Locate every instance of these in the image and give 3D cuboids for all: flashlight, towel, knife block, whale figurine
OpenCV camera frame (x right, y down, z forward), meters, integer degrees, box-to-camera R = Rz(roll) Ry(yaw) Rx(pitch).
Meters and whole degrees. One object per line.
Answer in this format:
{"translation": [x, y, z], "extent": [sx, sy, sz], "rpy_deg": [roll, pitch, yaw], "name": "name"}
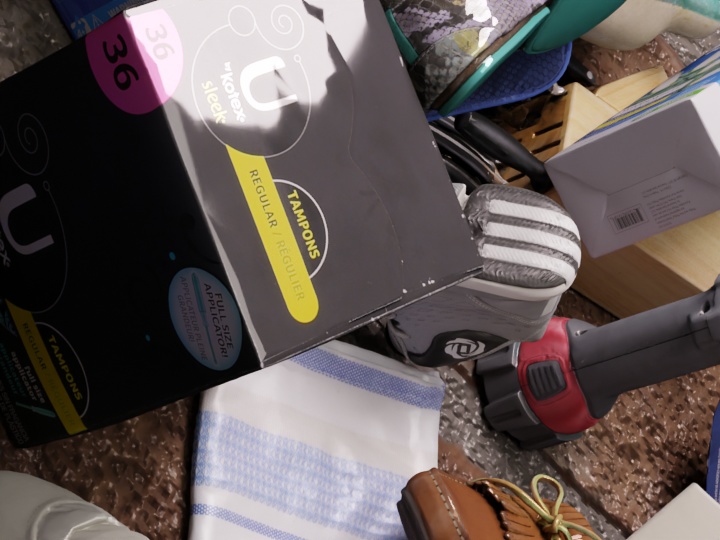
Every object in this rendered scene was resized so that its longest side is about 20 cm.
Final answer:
{"translation": [0.148, 0.037, 1.352], "extent": [0.068, 0.200, 0.068], "rpy_deg": [38, 51, -29], "name": "flashlight"}
{"translation": [-0.019, 0.123, 1.288], "extent": [0.147, 0.024, 0.200], "rpy_deg": [22, 61, -36], "name": "towel"}
{"translation": [0.105, -0.036, 1.436], "extent": [0.176, 0.064, 0.200], "rpy_deg": [-24, 93, -45], "name": "knife block"}
{"translation": [0.133, -0.182, 1.462], "extent": [0.200, 0.159, 0.104], "rpy_deg": [-4, 122, -61], "name": "whale figurine"}

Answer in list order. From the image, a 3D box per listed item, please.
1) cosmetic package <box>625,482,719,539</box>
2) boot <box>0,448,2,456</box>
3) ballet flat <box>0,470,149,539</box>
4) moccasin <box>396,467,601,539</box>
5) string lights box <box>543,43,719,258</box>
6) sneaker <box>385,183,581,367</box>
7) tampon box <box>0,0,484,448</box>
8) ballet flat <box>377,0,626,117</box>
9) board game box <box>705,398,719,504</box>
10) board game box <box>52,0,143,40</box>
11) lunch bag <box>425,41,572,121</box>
{"translation": [0.114, 0.207, 1.252], "extent": [0.200, 0.087, 0.103], "rpy_deg": [-39, 144, -10], "name": "cosmetic package"}
{"translation": [-0.202, -0.002, 1.124], "extent": [0.165, 0.066, 0.200], "rpy_deg": [-35, 95, -34], "name": "boot"}
{"translation": [-0.091, 0.151, 1.134], "extent": [0.069, 0.069, 0.200], "rpy_deg": [-21, 69, -46], "name": "ballet flat"}
{"translation": [0.086, 0.138, 1.308], "extent": [0.201, 0.078, 0.074], "rpy_deg": [38, 25, -45], "name": "moccasin"}
{"translation": [0.194, -0.081, 1.418], "extent": [0.200, 0.103, 0.059], "rpy_deg": [-34, 98, -47], "name": "string lights box"}
{"translation": [0.000, 0.000, 1.311], "extent": [0.200, 0.116, 0.075], "rpy_deg": [16, 58, 5], "name": "sneaker"}
{"translation": [-0.075, -0.027, 1.153], "extent": [0.126, 0.200, 0.150], "rpy_deg": [-23, 90, -37], "name": "tampon box"}
{"translation": [0.063, -0.125, 1.192], "extent": [0.200, 0.072, 0.072], "rpy_deg": [-34, 99, -57], "name": "ballet flat"}
{"translation": [0.228, 0.187, 1.450], "extent": [0.200, 0.062, 0.200], "rpy_deg": [-76, 146, -48], "name": "board game box"}
{"translation": [-0.099, -0.214, 1.210], "extent": [0.041, 0.200, 0.200], "rpy_deg": [-37, 101, -44], "name": "board game box"}
{"translation": [0.020, -0.166, 1.312], "extent": [0.132, 0.136, 0.200], "rpy_deg": [-107, -174, -64], "name": "lunch bag"}
